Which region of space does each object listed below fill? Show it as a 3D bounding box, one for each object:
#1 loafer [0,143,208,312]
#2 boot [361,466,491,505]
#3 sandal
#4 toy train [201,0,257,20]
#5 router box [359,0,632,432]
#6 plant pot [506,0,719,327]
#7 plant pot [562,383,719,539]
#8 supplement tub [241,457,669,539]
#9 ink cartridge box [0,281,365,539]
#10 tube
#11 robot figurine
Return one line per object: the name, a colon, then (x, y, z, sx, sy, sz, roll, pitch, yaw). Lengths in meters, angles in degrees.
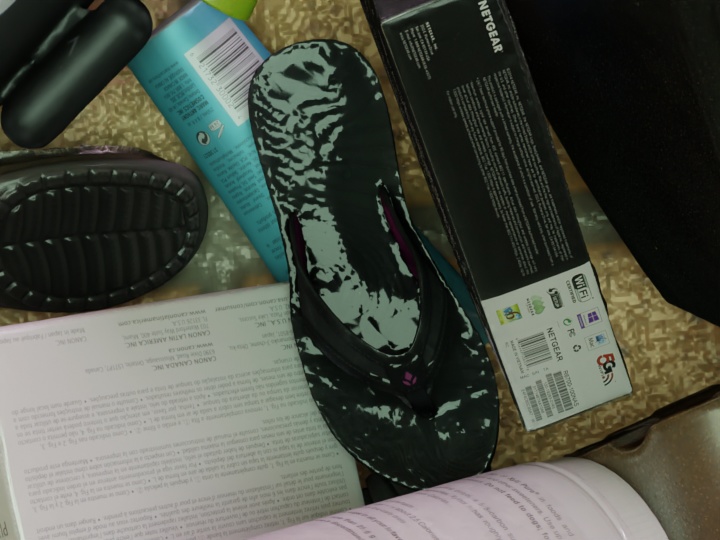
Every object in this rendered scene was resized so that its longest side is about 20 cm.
loafer: (-0.165, -0.025, 1.171, 0.200, 0.071, 0.073, -6, 121, -19)
boot: (0.039, 0.177, 1.195, 0.132, 0.070, 0.200, -27, 98, -4)
sandal: (-0.001, 0.000, 1.129, 0.075, 0.048, 0.201, -21, 83, 4)
toy train: (-0.029, -0.143, 1.027, 0.200, 0.085, 0.116, 39, 103, 28)
router box: (0.046, -0.057, 1.100, 0.051, 0.149, 0.200, -20, 122, 1)
plant pot: (0.190, -0.076, 1.106, 0.199, 0.200, 0.178, -23, 109, -16)
plant pot: (0.189, 0.139, 1.138, 0.200, 0.200, 0.198, -24, 87, 1)
supplement tub: (0.017, 0.155, 1.064, 0.200, 0.132, 0.132, -13, 95, -30)
ink cartridge box: (-0.075, 0.112, 1.127, 0.161, 0.050, 0.200, -8, 83, -30)
tube: (-0.024, -0.030, 1.191, 0.077, 0.050, 0.200, -36, 98, 4)
robot figurine: (-0.170, -0.139, 1.138, 0.200, 0.150, 0.125, -48, 133, 2)
